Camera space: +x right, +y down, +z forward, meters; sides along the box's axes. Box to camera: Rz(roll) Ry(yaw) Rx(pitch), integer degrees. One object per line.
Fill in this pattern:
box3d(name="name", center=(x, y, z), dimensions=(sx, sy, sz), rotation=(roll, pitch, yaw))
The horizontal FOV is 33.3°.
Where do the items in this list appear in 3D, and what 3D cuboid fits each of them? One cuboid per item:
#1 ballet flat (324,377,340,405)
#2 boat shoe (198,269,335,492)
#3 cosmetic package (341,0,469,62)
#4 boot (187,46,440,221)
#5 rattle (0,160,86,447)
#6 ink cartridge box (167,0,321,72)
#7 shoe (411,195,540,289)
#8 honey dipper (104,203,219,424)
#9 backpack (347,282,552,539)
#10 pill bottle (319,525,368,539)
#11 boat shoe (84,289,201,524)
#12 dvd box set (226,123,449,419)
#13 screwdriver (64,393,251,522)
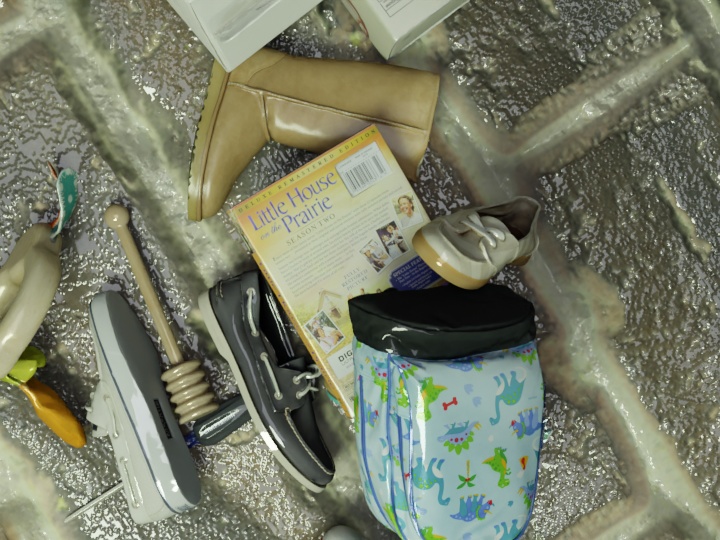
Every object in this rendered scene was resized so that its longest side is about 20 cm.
box3d(name="ballet flat", center=(0.063, 0.126, 1.039), dimensions=(0.199, 0.069, 0.063), rotation=(30, 110, -2))
box3d(name="boat shoe", center=(-0.067, 0.092, 1.031), dimensions=(0.062, 0.073, 0.201), rotation=(-30, 86, 11))
box3d(name="cosmetic package", center=(0.006, -0.296, 1.043), dimensions=(0.103, 0.087, 0.201), rotation=(-35, 90, -5))
box3d(name="boot", center=(-0.042, -0.110, 1.047), dimensions=(0.198, 0.066, 0.177), rotation=(13, 88, -4))
box3d(name="rattle", center=(-0.250, 0.025, 1.030), dimensions=(0.142, 0.130, 0.201), rotation=(29, 60, -13))
box3d(name="ink cartridge box", center=(-0.117, -0.275, 0.988), dimensions=(0.128, 0.125, 0.200), rotation=(-38, 72, -4))
box3d(name="shoe", center=(0.101, -0.031, 0.989), dimensions=(0.070, 0.200, 0.054), rotation=(40, 112, 16))
box3d(name="honey dipper", center=(-0.179, 0.034, 1.041), dimensions=(0.038, 0.038, 0.201), rotation=(-25, 83, -4))
box3d(name="backpack", center=(0.069, 0.126, 0.946), dimensions=(0.162, 0.154, 0.202), rotation=(-2, 114, -30))
box3d(name="pill bottle", center=(-0.043, 0.321, 1.010), dimensions=(0.112, 0.112, 0.200), rotation=(42, 87, -1))
box3d(name="boat shoe", center=(-0.202, 0.118, 1.025), dimensions=(0.069, 0.071, 0.201), rotation=(-24, 82, 11))
box3d(name="dvd box set", center=(0.000, 0.000, 1.003), dimensions=(0.146, 0.029, 0.201), rotation=(-32, 94, -14))
box3d(name="screwdriver", center=(-0.177, 0.163, 1.051), dimensions=(0.199, 0.028, 0.029), rotation=(-28, 119, -2))
